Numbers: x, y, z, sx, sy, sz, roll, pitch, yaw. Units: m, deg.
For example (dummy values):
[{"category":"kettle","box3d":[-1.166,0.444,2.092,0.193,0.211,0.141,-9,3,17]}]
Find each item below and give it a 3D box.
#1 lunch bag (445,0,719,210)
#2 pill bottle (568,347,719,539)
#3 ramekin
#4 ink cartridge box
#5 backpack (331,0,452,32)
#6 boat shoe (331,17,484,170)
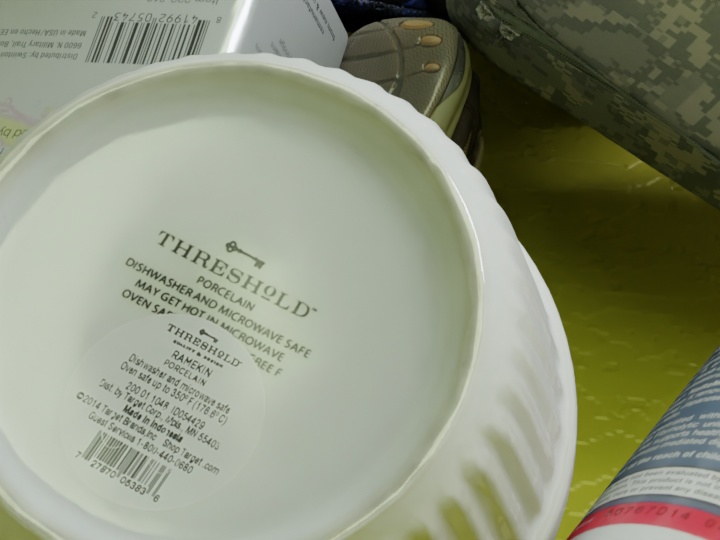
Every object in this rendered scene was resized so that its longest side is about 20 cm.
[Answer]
[{"category":"lunch bag","box3d":[0.141,-0.113,0.852,0.200,0.168,0.140,33,78,-5]},{"category":"pill bottle","box3d":[0.156,0.077,0.786,0.119,0.120,0.200,26,49,22]},{"category":"ramekin","box3d":[-0.036,0.031,0.699,0.199,0.105,0.201,-2,67,6]},{"category":"ink cartridge box","box3d":[-0.105,-0.029,0.860,0.144,0.085,0.201,4,60,24]},{"category":"backpack","box3d":[-0.047,-0.181,0.973,0.199,0.168,0.163,11,82,-20]},{"category":"boat shoe","box3d":[0.000,0.000,0.893,0.074,0.073,0.200,14,68,38]}]
